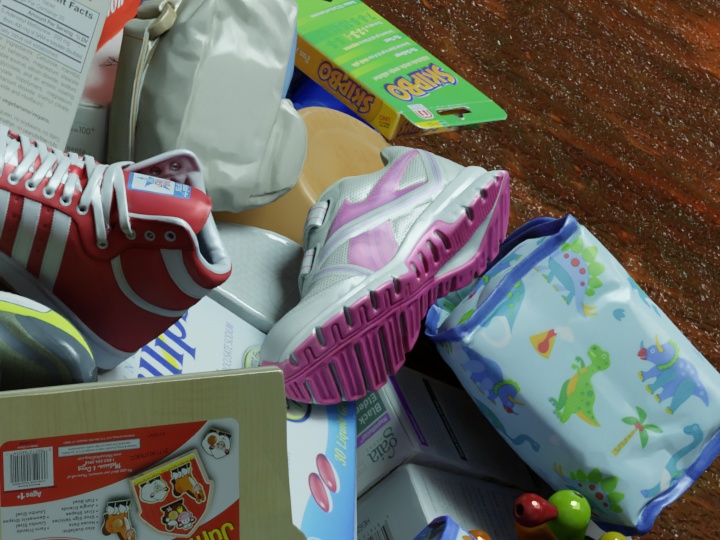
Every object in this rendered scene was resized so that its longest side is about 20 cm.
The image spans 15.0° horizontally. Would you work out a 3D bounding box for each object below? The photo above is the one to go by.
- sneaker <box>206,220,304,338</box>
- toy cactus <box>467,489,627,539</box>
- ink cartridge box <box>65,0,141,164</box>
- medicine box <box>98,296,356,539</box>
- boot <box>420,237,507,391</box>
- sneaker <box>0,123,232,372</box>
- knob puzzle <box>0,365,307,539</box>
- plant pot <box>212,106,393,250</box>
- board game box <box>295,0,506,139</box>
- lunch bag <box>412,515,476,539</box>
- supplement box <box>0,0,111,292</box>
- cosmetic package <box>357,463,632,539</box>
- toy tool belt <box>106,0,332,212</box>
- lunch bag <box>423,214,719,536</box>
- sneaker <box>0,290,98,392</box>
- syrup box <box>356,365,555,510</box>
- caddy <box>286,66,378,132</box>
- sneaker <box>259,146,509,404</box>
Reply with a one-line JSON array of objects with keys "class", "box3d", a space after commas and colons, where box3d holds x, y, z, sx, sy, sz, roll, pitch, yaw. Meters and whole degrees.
[{"class": "sneaker", "box3d": [-0.098, 0.024, 1.617, 0.200, 0.099, 0.071, 17, 45, -16]}, {"class": "toy cactus", "box3d": [0.122, 0.211, 1.593, 0.102, 0.200, 0.165, 19, 20, 41]}, {"class": "ink cartridge box", "box3d": [-0.144, -0.131, 1.694, 0.043, 0.174, 0.200, 14, 24, 10]}, {"class": "medicine box", "box3d": [-0.108, 0.107, 1.517, 0.200, 0.103, 0.182, 34, 31, -23]}, {"class": "boot", "box3d": [0.064, -0.003, 1.817, 0.069, 0.174, 0.200, -42, 91, -18]}, {"class": "sneaker", "box3d": [-0.150, -0.041, 1.384, 0.200, 0.112, 0.071, 44, 27, -30]}, {"class": "knob puzzle", "box3d": [-0.124, 0.150, 1.395, 0.220, 0.220, 0.030, 32, 0, -25]}, {"class": "plant pot", "box3d": [-0.038, -0.008, 1.717, 0.200, 0.140, 0.200, 32, 32, -23]}, {"class": "board game box", "box3d": [-0.001, -0.142, 1.806, 0.200, 0.030, 0.095, 37, 30, 32]}, {"class": "lunch bag", "box3d": [0.047, 0.255, 1.458, 0.170, 0.124, 0.200, 42, 65, -9]}, {"class": "supplement box", "box3d": [-0.216, -0.089, 1.494, 0.073, 0.126, 0.200, 25, 73, -34]}, {"class": "cosmetic package", "box3d": [0.075, 0.186, 1.667, 0.200, 0.102, 0.074, 17, 41, -45]}, {"class": "toy tool belt", "box3d": [-0.092, -0.130, 1.632, 0.125, 0.123, 0.200, 12, 86, -25]}, {"class": "lunch bag", "box3d": [0.127, 0.064, 1.650, 0.170, 0.127, 0.200, 48, -12, -3]}, {"class": "sneaker", "box3d": [-0.231, 0.056, 1.365, 0.200, 0.074, 0.081, 1, 28, -1]}, {"class": "syrup box", "box3d": [0.053, 0.126, 1.709, 0.200, 0.079, 0.082, 24, 32, -46]}, {"class": "caddy", "box3d": [-0.046, -0.137, 1.900, 0.141, 0.105, 0.200, 46, 28, -4]}, {"class": "sneaker", "box3d": [0.000, 0.000, 1.580, 0.088, 0.081, 0.200, 26, 50, 26]}]
